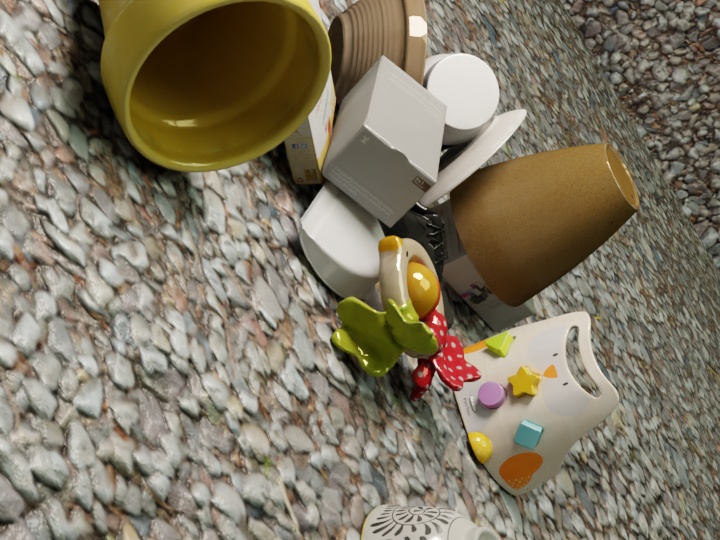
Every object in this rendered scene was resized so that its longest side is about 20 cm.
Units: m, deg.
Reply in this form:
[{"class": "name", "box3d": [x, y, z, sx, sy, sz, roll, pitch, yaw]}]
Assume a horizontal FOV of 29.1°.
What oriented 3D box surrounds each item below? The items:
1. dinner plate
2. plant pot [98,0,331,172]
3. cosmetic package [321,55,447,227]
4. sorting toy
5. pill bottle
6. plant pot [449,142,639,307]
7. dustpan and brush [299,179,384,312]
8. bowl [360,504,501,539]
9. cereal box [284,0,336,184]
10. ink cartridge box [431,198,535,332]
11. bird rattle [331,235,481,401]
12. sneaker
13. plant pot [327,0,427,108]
[{"class": "dinner plate", "box3d": [0.130, -0.145, 1.772, 0.024, 0.200, 0.200, 48, 24, -8]}, {"class": "plant pot", "box3d": [-0.154, -0.224, 1.273, 0.201, 0.201, 0.189, 33, 20, -51]}, {"class": "cosmetic package", "box3d": [0.030, -0.149, 1.566, 0.107, 0.090, 0.200, 38, 31, -13]}, {"class": "sorting toy", "box3d": [0.211, 0.137, 1.649, 0.107, 0.180, 0.201, 27, 41, -55]}, {"class": "pill bottle", "box3d": [0.099, -0.213, 1.772, 0.116, 0.116, 0.200, 60, -14, -5]}, {"class": "plant pot", "box3d": [0.246, -0.078, 1.766, 0.186, 0.200, 0.187, 47, 28, -35]}, {"class": "dustpan and brush", "box3d": [0.000, 0.000, 1.528, 0.200, 0.057, 0.140, 50, 35, -14]}, {"class": "bowl", "box3d": [0.093, 0.301, 1.319, 0.201, 0.094, 0.201, 47, 26, -32]}, {"class": "cereal box", "box3d": [-0.063, -0.212, 1.495, 0.200, 0.039, 0.144, 80, 13, -50]}, {"class": "ink cartridge box", "box3d": [0.152, -0.024, 1.849, 0.200, 0.068, 0.115, 45, 29, -38]}, {"class": "bird rattle", "box3d": [0.065, 0.047, 1.488, 0.200, 0.112, 0.164, 20, 63, -54]}, {"class": "sneaker", "box3d": [0.067, -0.023, 1.635, 0.200, 0.091, 0.076, 62, 20, -3]}, {"class": "plant pot", "box3d": [0.009, -0.263, 1.721, 0.092, 0.201, 0.201, 4, 50, -17]}]
